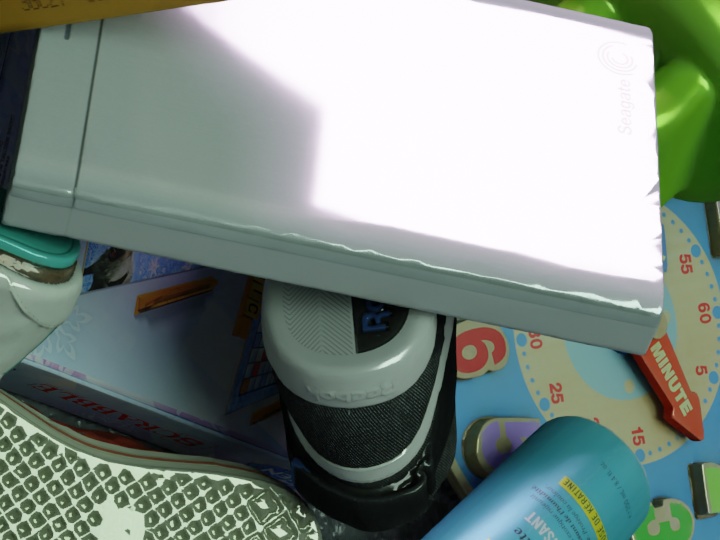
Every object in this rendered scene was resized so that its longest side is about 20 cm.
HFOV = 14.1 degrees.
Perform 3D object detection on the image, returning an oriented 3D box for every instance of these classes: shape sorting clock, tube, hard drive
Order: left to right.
[{"bbox_3d":[-0.005,-0.047,0.910,0.199,0.027,0.132,12,45,-9],"label":"hard drive"},{"bbox_3d":[0.028,0.123,0.992,0.200,0.050,0.078,-42,103,-41],"label":"tube"},{"bbox_3d":[0.100,0.022,1.117,0.199,0.039,0.202,7,79,-38],"label":"shape sorting clock"}]

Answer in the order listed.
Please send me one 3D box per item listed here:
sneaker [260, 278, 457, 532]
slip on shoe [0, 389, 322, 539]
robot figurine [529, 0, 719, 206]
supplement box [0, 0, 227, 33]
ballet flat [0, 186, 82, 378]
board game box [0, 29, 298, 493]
[{"bbox_3d":[0.000,0.000,0.975,0.201,0.072,0.112,-82,171,-45],"label":"sneaker"},{"bbox_3d":[-0.110,0.074,0.931,0.199,0.061,0.075,15,85,-23],"label":"slip on shoe"},{"bbox_3d":[0.141,-0.105,1.079,0.175,0.116,0.200,39,62,20],"label":"robot figurine"},{"bbox_3d":[-0.090,-0.117,0.878,0.069,0.199,0.067,-87,164,-44],"label":"supplement box"},{"bbox_3d":[-0.180,-0.024,0.872,0.199,0.069,0.070,29,64,-6],"label":"ballet flat"},{"bbox_3d":[-0.051,-0.039,1.003,0.199,0.041,0.201,24,69,-34],"label":"board game box"}]
